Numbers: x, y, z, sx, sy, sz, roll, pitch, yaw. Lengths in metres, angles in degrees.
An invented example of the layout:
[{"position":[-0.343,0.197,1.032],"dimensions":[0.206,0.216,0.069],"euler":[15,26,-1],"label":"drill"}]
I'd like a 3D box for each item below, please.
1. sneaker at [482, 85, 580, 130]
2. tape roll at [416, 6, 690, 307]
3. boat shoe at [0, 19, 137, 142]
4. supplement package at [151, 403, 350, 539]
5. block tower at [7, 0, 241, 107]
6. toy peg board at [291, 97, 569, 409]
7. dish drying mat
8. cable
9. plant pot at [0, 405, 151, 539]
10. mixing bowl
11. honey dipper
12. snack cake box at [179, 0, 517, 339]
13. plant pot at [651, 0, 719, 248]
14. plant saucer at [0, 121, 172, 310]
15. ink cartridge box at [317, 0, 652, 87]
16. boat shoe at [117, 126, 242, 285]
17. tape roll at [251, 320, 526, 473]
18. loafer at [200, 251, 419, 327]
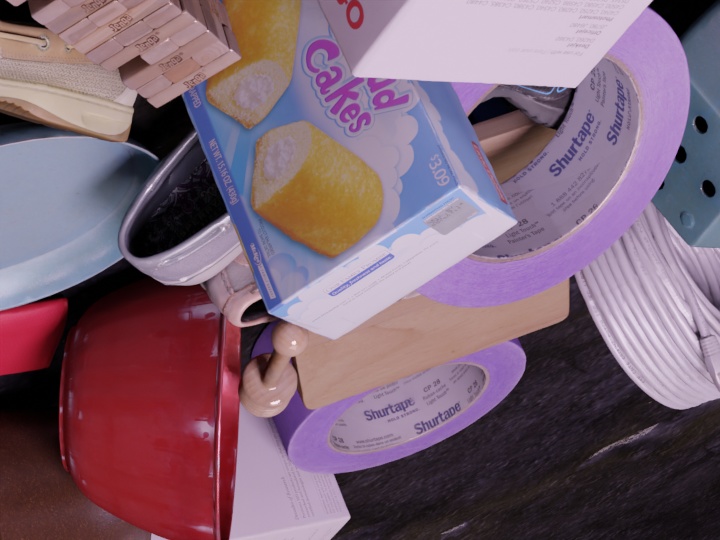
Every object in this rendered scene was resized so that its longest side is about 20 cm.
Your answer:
[{"position":[0.111,-0.134,1.011],"dimensions":[0.200,0.073,0.082],"euler":[-1,141,-44],"label":"sneaker"},{"position":[0.084,-0.078,0.952],"dimensions":[0.200,0.066,0.201],"euler":[-18,133,-21],"label":"tape roll"},{"position":[-0.183,-0.113,0.820],"dimensions":[0.200,0.073,0.063],"euler":[16,90,-49],"label":"boat shoe"},{"position":[-0.134,0.186,1.360],"dimensions":[0.199,0.120,0.121],"euler":[-6,151,-34],"label":"supplement package"},{"position":[-0.134,-0.147,0.775],"dimensions":[0.058,0.054,0.200],"euler":[-29,148,16],"label":"block tower"},{"position":[0.030,-0.032,1.143],"dimensions":[0.199,0.098,0.199],"euler":[-19,139,-10],"label":"toy peg board"},{"position":[-0.289,0.053,1.090],"dimensions":[0.199,0.018,0.077],"euler":[-8,151,-30],"label":"dish drying mat"},{"position":[0.218,0.001,1.221],"dimensions":[0.069,0.200,0.200],"euler":[-31,177,25],"label":"cable"},{"position":[-0.265,0.178,1.170],"dimensions":[0.198,0.201,0.200],"euler":[-6,150,-51],"label":"plant pot"},{"position":[-0.137,0.087,1.120],"dimensions":[0.108,0.201,0.200],"euler":[1,152,0],"label":"mixing bowl"},{"position":[-0.051,0.060,1.080],"dimensions":[0.038,0.038,0.200],"euler":[-18,170,-13],"label":"honey dipper"},{"position":[-0.018,-0.082,0.849],"dimensions":[0.115,0.200,0.067],"euler":[-34,151,19],"label":"snack cake box"},{"position":[0.261,-0.104,1.066],"dimensions":[0.200,0.141,0.141],"euler":[-25,159,-33],"label":"plant pot"},{"position":[-0.206,-0.031,0.975],"dimensions":[0.200,0.027,0.200],"euler":[-19,159,-8],"label":"plant saucer"},{"position":[0.073,-0.201,0.763],"dimensions":[0.146,0.147,0.200],"euler":[-3,147,-38],"label":"ink cartridge box"},{"position":[-0.056,-0.068,0.950],"dimensions":[0.201,0.070,0.071],"euler":[-45,165,9],"label":"boat shoe"},{"position":[0.022,0.072,1.319],"dimensions":[0.199,0.085,0.200],"euler":[-20,155,-10],"label":"tape roll"},{"position":[0.000,0.000,1.036],"dimensions":[0.199,0.063,0.072],"euler":[-8,135,-21],"label":"loafer"}]
